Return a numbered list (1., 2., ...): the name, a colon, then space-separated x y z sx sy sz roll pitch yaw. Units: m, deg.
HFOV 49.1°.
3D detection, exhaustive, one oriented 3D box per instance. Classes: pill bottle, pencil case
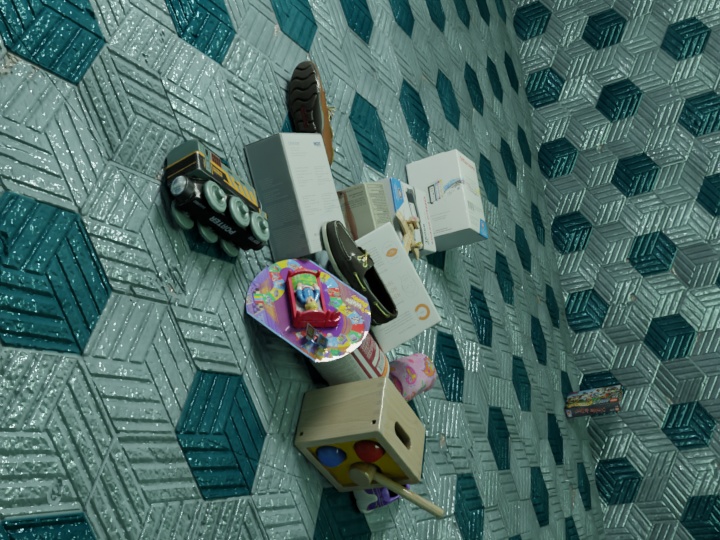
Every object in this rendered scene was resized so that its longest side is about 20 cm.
1. pill bottle: -0.038 0.124 1.324 0.201 0.108 0.111 56 32 -36
2. pencil case: 0.082 0.220 1.563 0.199 0.086 0.089 -11 87 -64

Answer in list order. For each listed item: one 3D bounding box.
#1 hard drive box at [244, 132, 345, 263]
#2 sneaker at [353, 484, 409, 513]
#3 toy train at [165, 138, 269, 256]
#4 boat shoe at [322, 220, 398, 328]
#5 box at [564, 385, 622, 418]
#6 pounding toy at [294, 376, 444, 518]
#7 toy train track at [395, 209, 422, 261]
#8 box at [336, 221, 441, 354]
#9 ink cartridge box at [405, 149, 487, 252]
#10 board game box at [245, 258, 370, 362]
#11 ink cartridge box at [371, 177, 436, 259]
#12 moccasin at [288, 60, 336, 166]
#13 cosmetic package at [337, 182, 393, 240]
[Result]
1. hard drive box: -0.105 -0.127 1.350 0.155 0.076 0.204 -17 94 -65
2. sneaker: 0.061 0.389 1.428 0.199 0.082 0.082 -13 89 -66
3. toy train: -0.202 -0.102 1.139 0.200 0.084 0.116 36 36 -54
4. boat shoe: 0.000 0.000 1.336 0.204 0.060 0.072 64 27 -15
5. box: 0.856 0.481 2.892 0.137 0.197 0.038 -42 115 -62
6. pounding toy: 0.021 0.296 1.275 0.201 0.181 0.144 55 33 -37
7. toy train track: 0.100 -0.050 1.588 0.116 0.032 0.201 62 28 -28
8. box: 0.043 0.033 1.442 0.203 0.123 0.097 62 -7 0
9. ink cartridge box: 0.214 -0.170 1.953 0.147 0.142 0.204 18 61 -61
10. board game box: -0.074 0.044 1.211 0.158 0.198 0.039 -45 163 -40
11. ink cartridge box: 0.084 -0.109 1.724 0.199 0.083 0.148 9 70 -63
12. moccasin: -0.085 -0.289 1.480 0.078 0.072 0.205 -4 78 -73
13. cosmetic package: 0.015 -0.065 1.555 0.103 0.086 0.204 -10 85 -66
